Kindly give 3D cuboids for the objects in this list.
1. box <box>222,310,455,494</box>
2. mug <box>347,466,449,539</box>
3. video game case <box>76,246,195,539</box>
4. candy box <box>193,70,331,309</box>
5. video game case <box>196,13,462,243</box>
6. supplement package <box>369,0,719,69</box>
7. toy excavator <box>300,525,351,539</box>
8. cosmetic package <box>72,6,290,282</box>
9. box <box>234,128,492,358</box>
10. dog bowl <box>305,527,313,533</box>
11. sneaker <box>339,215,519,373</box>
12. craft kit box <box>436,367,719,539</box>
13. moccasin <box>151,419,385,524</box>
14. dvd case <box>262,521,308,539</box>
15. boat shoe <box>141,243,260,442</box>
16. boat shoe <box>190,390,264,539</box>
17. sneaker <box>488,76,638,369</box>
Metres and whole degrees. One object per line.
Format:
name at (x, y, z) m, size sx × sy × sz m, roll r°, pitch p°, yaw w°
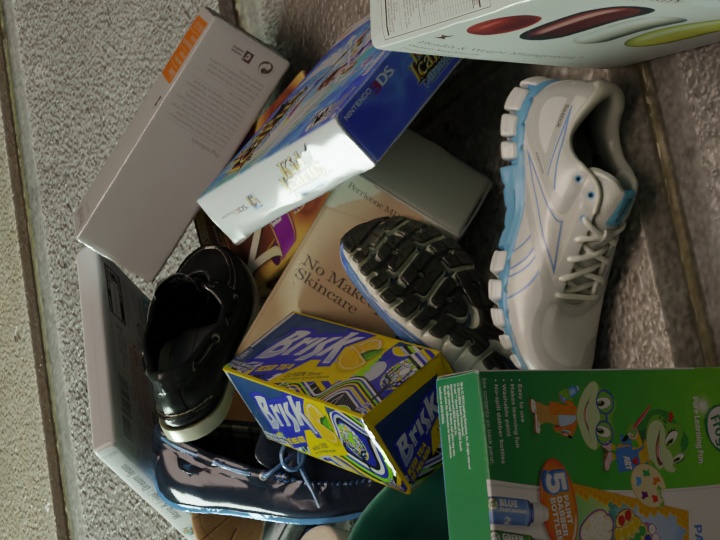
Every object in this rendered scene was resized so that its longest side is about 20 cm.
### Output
box at (-0.008, 0.081, 1.335) m, size 0.064 × 0.070 × 0.200 m, roll 59°, pitch 159°, yaw -21°
mug at (0.096, 0.178, 1.235) m, size 0.185 × 0.115 × 0.152 m, roll -23°, pitch 24°, yaw 18°
video game case at (-0.158, 0.104, 1.602) m, size 0.024 × 0.182 × 0.200 m, roll -25°, pitch 47°, yaw 14°
candy box at (-0.055, -0.051, 1.575) m, size 0.200 × 0.056 × 0.117 m, roll -44°, pitch 55°, yaw 49°
video game case at (-0.001, -0.120, 1.386) m, size 0.045 × 0.200 × 0.181 m, roll 46°, pitch 145°, yaw -12°
supplement package at (0.135, -0.204, 1.161) m, size 0.200 × 0.191 × 0.148 m, roll -9°, pitch 82°, yaw 57°
toy excavator at (-0.041, 0.302, 1.423) m, size 0.200 × 0.100 × 0.195 m, roll -47°, pitch 40°, yaw 32°
cosmetic package at (-0.141, -0.099, 1.602) m, size 0.200 × 0.071 × 0.101 m, roll -58°, pitch 14°, yaw 4°
box at (0.000, 0.000, 1.434) m, size 0.200 × 0.095 × 0.078 m, roll -60°, pitch -1°, yaw 39°
dog bowl at (0.011, 0.241, 1.469) m, size 0.200 × 0.049 × 0.112 m, roll -3°, pitch 86°, yaw 57°
sneaker at (0.054, 0.052, 1.336) m, size 0.200 × 0.078 × 0.089 m, roll 48°, pitch 143°, yaw 10°
craft kit box at (0.139, 0.154, 1.141) m, size 0.048 × 0.197 × 0.201 m, roll -16°, pitch 76°, yaw 53°
moccasin at (-0.059, 0.134, 1.447) m, size 0.199 × 0.081 × 0.068 m, roll -4°, pitch 116°, yaw 16°
dvd case at (-0.075, 0.205, 1.574) m, size 0.143 × 0.017 × 0.200 m, roll -84°, pitch 18°, yaw -54°
boat shoe at (-0.123, 0.034, 1.500) m, size 0.074 × 0.066 × 0.200 m, roll -13°, pitch 37°, yaw 20°
boat shoe at (-0.104, 0.130, 1.565) m, size 0.069 × 0.071 × 0.201 m, roll 99°, pitch 172°, yaw -64°
sneaker at (0.132, -0.025, 1.275) m, size 0.087 × 0.075 × 0.201 m, roll -5°, pitch 85°, yaw 51°
